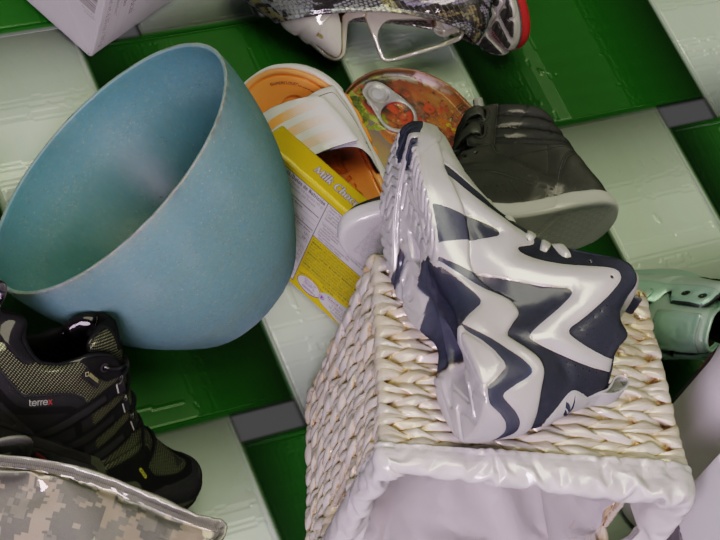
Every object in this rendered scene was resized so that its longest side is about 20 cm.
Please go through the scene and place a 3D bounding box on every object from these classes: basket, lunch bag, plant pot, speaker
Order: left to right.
[{"bbox_3d":[-0.194,0.172,1.058,0.199,0.164,0.118,21,60,-5],"label":"lunch bag"},{"bbox_3d":[-0.119,-0.027,1.216,0.135,0.200,0.201,43,47,-31],"label":"plant pot"},{"bbox_3d":[0.076,0.111,1.166,0.199,0.198,0.161,8,54,-13],"label":"basket"},{"bbox_3d":[0.239,0.102,1.221,0.081,0.200,0.082,9,56,-13],"label":"speaker"}]

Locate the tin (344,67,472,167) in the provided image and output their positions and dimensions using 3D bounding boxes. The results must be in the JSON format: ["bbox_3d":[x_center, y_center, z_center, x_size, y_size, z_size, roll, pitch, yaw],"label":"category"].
[{"bbox_3d":[0.061,-0.062,1.371,0.112,0.042,0.200,-30,71,-35],"label":"tin"}]

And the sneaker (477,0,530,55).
[{"bbox_3d":[0.102,-0.260,1.493,0.085,0.077,0.201,-5,61,-29],"label":"sneaker"}]

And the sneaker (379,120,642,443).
[{"bbox_3d":[0.094,0.000,1.084,0.129,0.080,0.200,-4,53,-24],"label":"sneaker"}]

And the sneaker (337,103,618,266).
[{"bbox_3d":[0.063,-0.055,1.231,0.199,0.071,0.099,-7,52,-26],"label":"sneaker"}]

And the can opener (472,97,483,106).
[{"bbox_3d":[0.109,-0.040,1.298,0.067,0.053,0.201,-10,51,2],"label":"can opener"}]

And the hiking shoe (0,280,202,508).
[{"bbox_3d":[-0.158,0.081,1.129,0.200,0.101,0.076,30,4,-40],"label":"hiking shoe"}]

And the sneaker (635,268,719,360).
[{"bbox_3d":[0.179,0.032,1.291,0.200,0.118,0.074,-9,97,-24],"label":"sneaker"}]

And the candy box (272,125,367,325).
[{"bbox_3d":[0.000,0.000,1.271,0.200,0.102,0.026,42,50,10],"label":"candy box"}]

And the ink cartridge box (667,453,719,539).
[{"bbox_3d":[0.256,0.187,1.172,0.145,0.200,0.084,0,58,-18],"label":"ink cartridge box"}]

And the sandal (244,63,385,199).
[{"bbox_3d":[-0.021,-0.066,1.313,0.079,0.059,0.207,-39,72,12],"label":"sandal"}]

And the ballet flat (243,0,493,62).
[{"bbox_3d":[0.001,-0.190,1.414,0.199,0.072,0.072,0,57,-3],"label":"ballet flat"}]

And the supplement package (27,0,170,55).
[{"bbox_3d":[-0.161,-0.277,1.385,0.120,0.121,0.200,41,56,11],"label":"supplement package"}]
